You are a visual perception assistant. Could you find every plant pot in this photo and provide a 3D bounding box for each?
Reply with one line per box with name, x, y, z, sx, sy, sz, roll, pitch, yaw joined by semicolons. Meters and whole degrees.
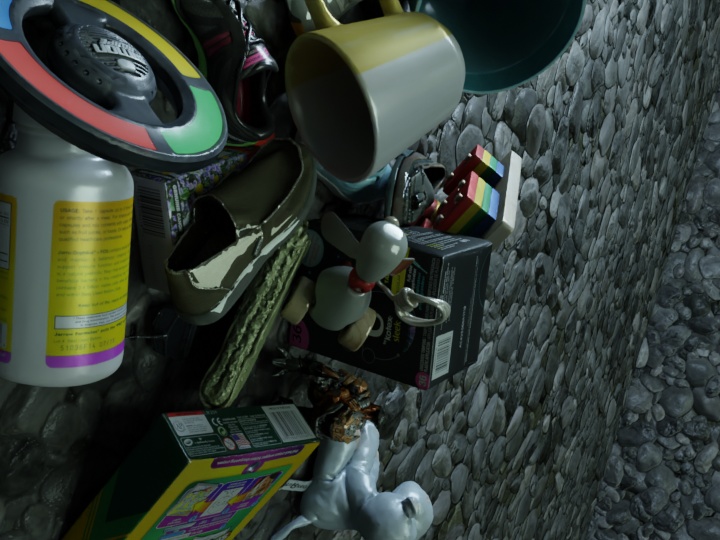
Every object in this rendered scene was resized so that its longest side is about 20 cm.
plant pot;0.141;-0.348;0.982;0.201;0.197;0.190;63;12;-48

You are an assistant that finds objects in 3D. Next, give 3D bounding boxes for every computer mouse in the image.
computer mouse;-0.201;0.057;0.777;0.198;0.034;0.059;-5;123;-53

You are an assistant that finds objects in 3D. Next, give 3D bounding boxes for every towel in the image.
towel;-0.101;0.039;0.841;0.148;0.036;0.203;-103;-141;-87

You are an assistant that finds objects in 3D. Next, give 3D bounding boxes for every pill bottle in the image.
pill bottle;-0.225;-0.024;0.627;0.104;0.103;0.204;-11;112;-56

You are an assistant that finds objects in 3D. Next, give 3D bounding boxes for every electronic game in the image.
electronic game;-0.180;-0.143;0.588;0.042;0.201;0.199;-47;159;25

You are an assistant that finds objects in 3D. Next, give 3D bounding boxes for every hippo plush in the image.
hippo plush;0.013;0.288;1.087;0.199;0.159;0.162;2;101;-58

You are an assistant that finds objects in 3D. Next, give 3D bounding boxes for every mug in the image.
mug;0.025;-0.202;0.835;0.152;0.149;0.189;-29;137;-27

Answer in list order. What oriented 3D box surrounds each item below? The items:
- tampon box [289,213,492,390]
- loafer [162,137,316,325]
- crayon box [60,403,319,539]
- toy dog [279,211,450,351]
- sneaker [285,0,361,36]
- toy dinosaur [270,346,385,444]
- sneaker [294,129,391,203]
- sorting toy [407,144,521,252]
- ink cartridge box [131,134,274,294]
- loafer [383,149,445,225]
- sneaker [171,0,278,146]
tampon box;0.032;0.028;0.973;0.125;0.197;0.153;-14;113;-55
loafer;-0.105;-0.047;0.744;0.202;0.074;0.070;-61;150;-24
crayon box;-0.157;0.209;0.805;0.173;0.058;0.199;-48;154;18
toy dog;0.000;0.000;0.842;0.132;0.198;0.097;40;50;-26
sneaker;-0.002;-0.318;0.881;0.201;0.091;0.076;-57;145;-26
toy dinosaur;-0.036;0.153;0.957;0.200;0.133;0.104;77;22;-77
sneaker;0.003;-0.117;0.981;0.199;0.081;0.075;13;92;-60
sorting toy;0.114;-0.057;1.088;0.199;0.069;0.201;-47;-168;33
ink cartridge box;-0.129;-0.064;0.818;0.199;0.050;0.111;-31;127;-49
loafer;0.070;-0.106;1.032;0.201;0.062;0.073;-67;165;-65
sneaker;-0.113;-0.208;0.753;0.077;0.083;0.203;-45;138;-41
